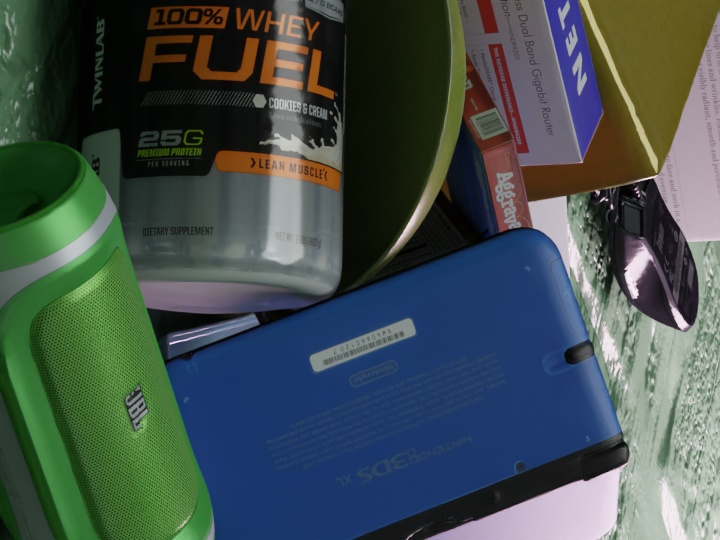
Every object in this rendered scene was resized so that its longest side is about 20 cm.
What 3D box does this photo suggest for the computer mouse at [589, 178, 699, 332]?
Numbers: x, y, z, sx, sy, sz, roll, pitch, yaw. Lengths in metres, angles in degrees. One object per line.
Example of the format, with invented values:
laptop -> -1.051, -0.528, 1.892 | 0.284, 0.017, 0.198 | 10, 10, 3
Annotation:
computer mouse -> 0.196, -0.053, 2.081 | 0.200, 0.046, 0.141 | 55, 34, -46

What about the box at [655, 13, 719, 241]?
box -> 0.294, -0.155, 2.215 | 0.200, 0.130, 0.200 | -59, 141, -55

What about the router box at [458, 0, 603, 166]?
router box -> 0.012, -0.143, 1.428 | 0.049, 0.179, 0.201 | -63, 145, -50

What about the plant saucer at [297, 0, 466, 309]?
plant saucer -> -0.011, -0.080, 1.350 | 0.031, 0.200, 0.201 | 8, 79, -38

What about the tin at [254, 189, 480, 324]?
tin -> 0.000, 0.000, 1.411 | 0.200, 0.112, 0.042 | -124, -166, -66

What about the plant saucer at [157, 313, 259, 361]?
plant saucer -> -0.059, 0.056, 1.445 | 0.200, 0.019, 0.070 | -14, 100, -69

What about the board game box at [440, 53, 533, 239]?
board game box -> 0.064, -0.021, 1.389 | 0.200, 0.019, 0.103 | 75, -6, -46

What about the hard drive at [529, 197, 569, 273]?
hard drive -> 0.109, 0.042, 1.863 | 0.132, 0.027, 0.201 | -8, 95, -69

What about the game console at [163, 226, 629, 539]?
game console -> 0.013, 0.087, 1.335 | 0.118, 0.199, 0.171 | -155, -135, -80

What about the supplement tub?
supplement tub -> -0.067, -0.087, 1.299 | 0.122, 0.122, 0.201 | 21, 67, -67

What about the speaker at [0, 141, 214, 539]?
speaker -> -0.121, 0.050, 1.198 | 0.089, 0.088, 0.201 | -63, 144, -51

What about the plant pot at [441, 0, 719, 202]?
plant pot -> 0.062, -0.168, 1.557 | 0.201, 0.195, 0.195 | 66, 29, -29
